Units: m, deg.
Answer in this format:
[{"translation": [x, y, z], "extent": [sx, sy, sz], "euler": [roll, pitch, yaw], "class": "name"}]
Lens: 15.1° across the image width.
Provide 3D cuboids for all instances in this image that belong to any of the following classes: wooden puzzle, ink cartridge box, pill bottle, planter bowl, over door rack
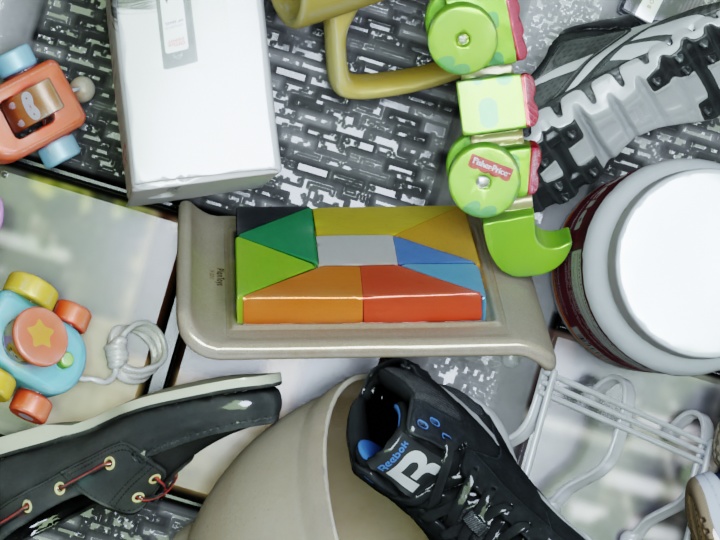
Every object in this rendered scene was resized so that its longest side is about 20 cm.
[{"translation": [0.000, 0.000, 1.468], "extent": [0.198, 0.185, 0.038], "euler": [4, 112, -5], "class": "wooden puzzle"}, {"translation": [-0.096, -0.142, 1.482], "extent": [0.084, 0.146, 0.202], "euler": [-6, 89, -6], "class": "ink cartridge box"}, {"translation": [0.169, -0.001, 1.467], "extent": [0.113, 0.200, 0.115], "euler": [0, 88, -4], "class": "pill bottle"}, {"translation": [-0.021, 0.174, 1.470], "extent": [0.134, 0.200, 0.201], "euler": [-24, 90, 22], "class": "planter bowl"}, {"translation": [0.119, 0.155, 1.488], "extent": [0.147, 0.066, 0.202], "euler": [23, 66, -36], "class": "over door rack"}]

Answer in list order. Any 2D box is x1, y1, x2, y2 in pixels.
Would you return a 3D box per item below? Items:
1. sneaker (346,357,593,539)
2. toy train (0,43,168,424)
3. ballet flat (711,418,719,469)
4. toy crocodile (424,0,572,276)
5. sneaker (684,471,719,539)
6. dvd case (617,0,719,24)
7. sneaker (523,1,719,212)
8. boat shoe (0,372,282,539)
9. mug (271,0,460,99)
[{"translation": [0.052, 0.127, 1.377], "extent": [0.073, 0.112, 0.200], "euler": [-47, 48, 12], "class": "sneaker"}, {"translation": [-0.178, -0.020, 1.498], "extent": [0.150, 0.056, 0.201], "euler": [-25, 94, -27], "class": "toy train"}, {"translation": [0.263, 0.035, 1.529], "extent": [0.046, 0.067, 0.200], "euler": [45, 80, -21], "class": "ballet flat"}, {"translation": [0.070, -0.094, 1.450], "extent": [0.061, 0.068, 0.202], "euler": [-9, 100, 2], "class": "toy crocodile"}, {"translation": [0.257, 0.185, 1.475], "extent": [0.108, 0.070, 0.201], "euler": [-25, 92, -2], "class": "sneaker"}, {"translation": [0.268, -0.170, 1.569], "extent": [0.199, 0.016, 0.149], "euler": [27, 88, -3], "class": "dvd case"}, {"translation": [0.153, -0.115, 1.523], "extent": [0.199, 0.091, 0.067], "euler": [-30, 134, 5], "class": "sneaker"}, {"translation": [-0.123, 0.101, 1.481], "extent": [0.200, 0.074, 0.064], "euler": [-19, 81, 26], "class": "boat shoe"}, {"translation": [0.020, -0.210, 1.514], "extent": [0.152, 0.187, 0.150], "euler": [-12, 57, -12], "class": "mug"}]
